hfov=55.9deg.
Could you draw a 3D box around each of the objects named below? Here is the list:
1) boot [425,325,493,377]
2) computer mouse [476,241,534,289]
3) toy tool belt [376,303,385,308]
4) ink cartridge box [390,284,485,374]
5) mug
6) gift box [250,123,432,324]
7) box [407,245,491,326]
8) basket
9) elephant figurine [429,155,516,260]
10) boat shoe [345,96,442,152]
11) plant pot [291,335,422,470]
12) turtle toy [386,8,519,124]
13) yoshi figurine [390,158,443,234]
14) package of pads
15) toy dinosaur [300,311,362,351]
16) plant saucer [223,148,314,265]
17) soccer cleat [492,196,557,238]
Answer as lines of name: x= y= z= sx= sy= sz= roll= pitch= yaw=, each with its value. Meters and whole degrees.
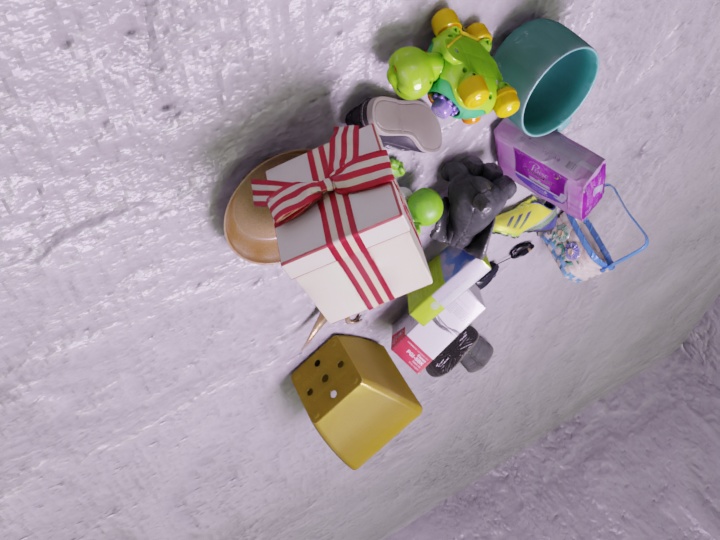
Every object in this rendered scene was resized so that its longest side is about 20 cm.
boot: x=0.266 y=0.233 z=1.794 sx=0.181 sy=0.073 sz=0.200 roll=-37 pitch=156 yaw=2
computer mouse: x=0.325 y=-0.007 z=1.560 sx=0.198 sy=0.034 sz=0.059 roll=-32 pitch=148 yaw=-12
toy tool belt: x=0.000 y=0.000 z=1.130 sx=0.199 sy=0.124 sz=0.125 roll=12 pitch=102 yaw=-52
ink cartridge box: x=0.160 y=0.098 z=1.413 sx=0.200 sy=0.083 sz=0.147 roll=-46 pitch=-172 yaw=14
mug: x=0.268 y=-0.292 z=1.049 sx=0.150 sy=0.115 sz=0.186 roll=-24 pitch=147 yaw=-22
gift box: x=-0.027 y=-0.071 z=0.896 sx=0.182 sy=0.202 sz=0.187 roll=-25 pitch=144 yaw=5
box: x=0.175 y=0.003 z=1.314 sx=0.048 sy=0.123 sz=0.200 roll=40 pitch=112 yaw=-20
basket: x=0.532 y=-0.074 z=1.548 sx=0.199 sy=0.178 sz=0.138 roll=-38 pitch=147 yaw=24
elephant figurine: x=0.188 y=-0.087 z=1.207 sx=0.154 sy=0.142 sz=0.202 roll=-18 pitch=140 yaw=-38
boat shoe: x=0.054 y=-0.214 z=1.006 sx=0.062 sy=0.074 sz=0.199 roll=-4 pitch=177 yaw=37
plant pot: x=-0.026 y=0.253 z=1.398 sx=0.200 sy=0.201 sz=0.176 roll=-41 pitch=138 yaw=7
turtle toy: x=0.121 y=-0.267 z=0.927 sx=0.198 sy=0.148 sz=0.101 roll=0 pitch=155 yaw=-45
yoshi figurine: x=0.062 y=-0.109 z=1.087 sx=0.198 sy=0.112 sz=0.113 roll=0 pitch=127 yaw=-50
package of pads: x=0.322 y=-0.182 z=1.165 sx=0.076 sy=0.199 sz=0.121 roll=-46 pitch=150 yaw=-9
toy dinosaur: x=-0.044 y=0.062 z=1.267 sx=0.100 sy=0.058 sz=0.202 roll=17 pitch=113 yaw=-37
plant saucer: x=-0.110 y=-0.097 z=0.978 sx=0.198 sy=0.036 sz=0.202 roll=-22 pitch=141 yaw=-19
soccer cleat: x=0.339 y=-0.114 z=1.426 sx=0.197 sy=0.064 sz=0.085 roll=-7 pitch=108 yaw=-35
